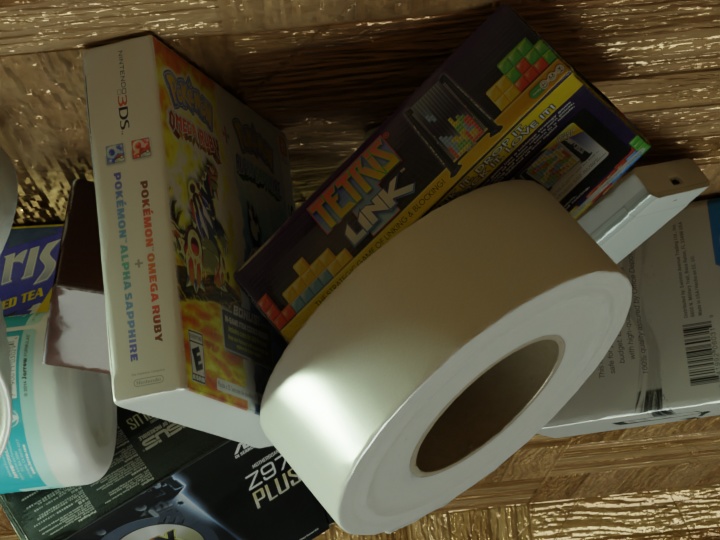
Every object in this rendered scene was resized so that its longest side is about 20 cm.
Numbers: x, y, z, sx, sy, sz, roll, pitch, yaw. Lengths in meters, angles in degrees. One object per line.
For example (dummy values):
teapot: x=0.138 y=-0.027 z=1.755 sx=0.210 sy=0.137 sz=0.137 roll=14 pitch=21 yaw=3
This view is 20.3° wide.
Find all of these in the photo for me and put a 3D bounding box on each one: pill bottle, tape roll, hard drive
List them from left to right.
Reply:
pill bottle: x=-0.261 y=0.089 z=1.264 sx=0.199 sy=0.111 sz=0.111 roll=-6 pitch=167 yaw=8
tape roll: x=0.046 y=0.048 z=1.059 sx=0.202 sy=0.071 sz=0.203 roll=-35 pitch=157 yaw=-17
hard drive: x=0.128 y=0.002 z=1.299 sx=0.200 sy=0.026 sz=0.132 roll=-42 pitch=168 yaw=23

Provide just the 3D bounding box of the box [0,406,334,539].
box: x=-0.131 y=0.153 z=1.363 sx=0.200 sy=0.086 sz=0.164 roll=-30 pitch=143 yaw=-13

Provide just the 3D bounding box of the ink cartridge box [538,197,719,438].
ink cartridge box: x=0.214 y=0.035 z=1.455 sx=0.199 sy=0.147 sz=0.084 roll=-9 pitch=168 yaw=19

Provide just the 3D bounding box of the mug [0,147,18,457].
mug: x=-0.256 y=0.011 z=1.116 sx=0.147 sy=0.176 sz=0.200 roll=31 pitch=113 yaw=-30

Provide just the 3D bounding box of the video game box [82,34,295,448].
video game box: x=-0.080 y=-0.008 z=1.066 sx=0.047 sy=0.183 sz=0.200 roll=-13 pitch=166 yaw=15

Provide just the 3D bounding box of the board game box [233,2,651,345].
board game box: x=0.048 y=-0.034 z=1.077 sx=0.200 sy=0.057 sz=0.165 roll=-44 pitch=156 yaw=9

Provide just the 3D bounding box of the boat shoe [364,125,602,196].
boat shoe: x=0.079 y=-0.042 z=1.237 sx=0.200 sy=0.069 sz=0.075 roll=6 pitch=162 yaw=-43

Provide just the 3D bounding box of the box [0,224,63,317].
box: x=-0.190 y=0.009 z=1.336 sx=0.199 sy=0.070 sz=0.064 roll=-4 pitch=162 yaw=-10

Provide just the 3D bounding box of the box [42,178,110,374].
box: x=-0.086 y=0.017 z=1.219 sx=0.199 sy=0.100 sz=0.075 roll=11 pitch=130 yaw=-9
